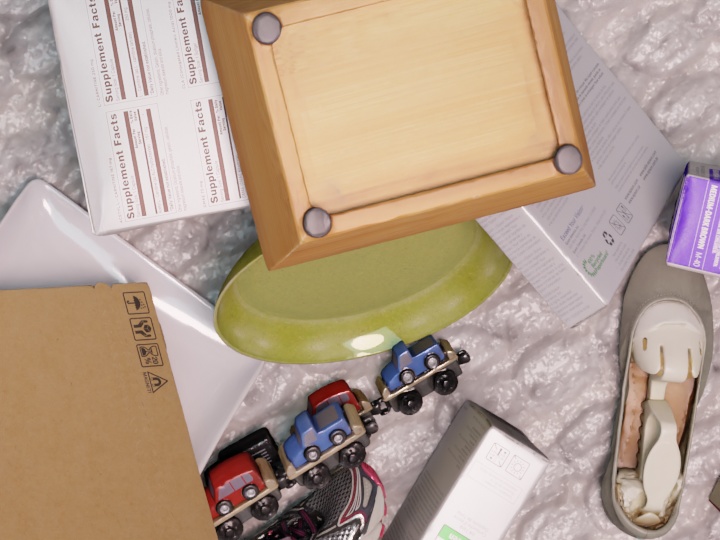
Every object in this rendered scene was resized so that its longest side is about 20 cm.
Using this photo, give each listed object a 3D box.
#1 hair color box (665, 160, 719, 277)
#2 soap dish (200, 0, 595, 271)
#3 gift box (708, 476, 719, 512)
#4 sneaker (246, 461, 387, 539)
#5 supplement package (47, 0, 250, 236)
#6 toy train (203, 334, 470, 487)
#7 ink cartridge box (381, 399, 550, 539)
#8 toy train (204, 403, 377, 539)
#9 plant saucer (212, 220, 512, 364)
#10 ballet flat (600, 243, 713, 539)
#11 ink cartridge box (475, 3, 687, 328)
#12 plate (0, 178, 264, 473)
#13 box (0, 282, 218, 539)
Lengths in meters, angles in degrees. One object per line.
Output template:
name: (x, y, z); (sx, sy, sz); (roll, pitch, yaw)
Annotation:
hair color box: (0.297, -0.017, 1.218); (0.198, 0.109, 0.065); (15, 100, 8)
soap dish: (0.026, -0.098, 1.068); (0.198, 0.081, 0.159); (-15, 97, -7)
gift box: (0.344, 0.114, 1.256); (0.199, 0.185, 0.188); (25, 94, -13)
sneaker: (-0.064, 0.200, 1.268); (0.200, 0.081, 0.075); (-44, 116, -1)
supplement package: (-0.080, -0.113, 1.191); (0.198, 0.191, 0.149); (-10, 95, -5)
toy train: (-0.017, 0.098, 1.293); (0.199, 0.034, 0.046); (-29, 105, -2)
ink cartridge box: (0.046, 0.189, 1.271); (0.050, 0.109, 0.201); (30, 92, -7)
toy train: (-0.079, 0.144, 1.248); (0.199, 0.034, 0.046); (-31, 116, 1)
plant saucer: (0.000, 0.000, 1.227); (0.198, 0.200, 0.031); (-13, 63, -4)
ballet flat: (0.207, 0.084, 1.300); (0.067, 0.064, 0.202); (7, 94, -6)
ink cartridge box: (0.112, -0.091, 1.220); (0.040, 0.200, 0.200); (-33, 100, 36)
plate: (-0.180, 0.068, 1.231); (0.199, 0.032, 0.200); (36, 49, -8)
box: (-0.180, 0.103, 1.174); (0.162, 0.021, 0.202); (-3, 65, -34)
